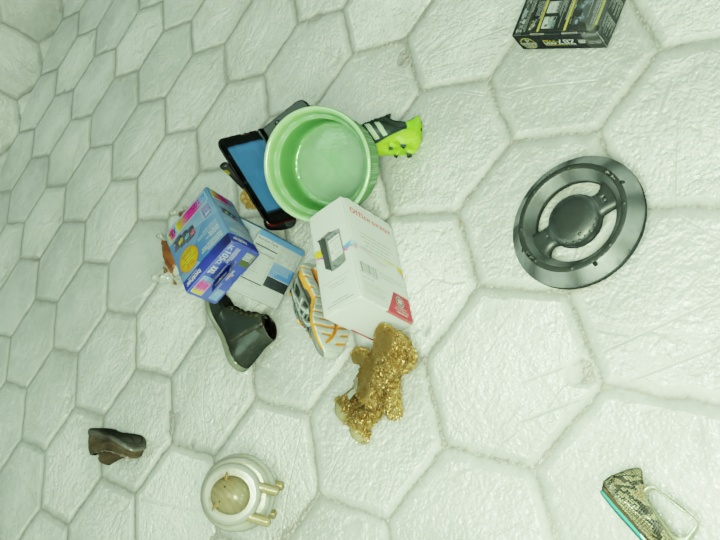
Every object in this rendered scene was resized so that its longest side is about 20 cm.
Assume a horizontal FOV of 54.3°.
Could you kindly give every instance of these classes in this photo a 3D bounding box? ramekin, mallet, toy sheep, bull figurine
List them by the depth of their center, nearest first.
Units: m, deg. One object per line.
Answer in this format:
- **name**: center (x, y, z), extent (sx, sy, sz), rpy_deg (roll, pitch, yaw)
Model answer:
- **toy sheep**: center (-0.200, 0.372, 1.178), extent (0.137, 0.200, 0.139), rpy_deg (1, 74, -2)
- **ramekin**: center (-0.062, -0.188, 1.253), extent (0.199, 0.098, 0.201), rpy_deg (3, 99, 18)
- **mallet**: center (-0.199, -0.145, 1.386), extent (0.066, 0.200, 0.041), rpy_deg (2, 58, 31)
- **bull figurine**: center (-0.424, -0.062, 1.637), extent (0.200, 0.065, 0.121), rpy_deg (-51, 54, 9)

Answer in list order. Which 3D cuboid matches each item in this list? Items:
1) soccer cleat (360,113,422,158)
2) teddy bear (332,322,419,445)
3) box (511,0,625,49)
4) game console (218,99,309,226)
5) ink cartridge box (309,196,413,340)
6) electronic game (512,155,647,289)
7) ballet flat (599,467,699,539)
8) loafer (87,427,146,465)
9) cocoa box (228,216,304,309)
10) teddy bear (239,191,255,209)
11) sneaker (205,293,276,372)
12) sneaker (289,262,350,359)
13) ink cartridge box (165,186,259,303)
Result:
- **soccer cleat**: center (0.023, -0.251, 1.314), extent (0.199, 0.068, 0.081), rpy_deg (4, 63, 25)
- **teddy bear**: center (0.026, 0.183, 1.133), extent (0.145, 0.067, 0.201), rpy_deg (21, 92, 54)
- **box**: center (0.352, -0.459, 1.135), extent (0.161, 0.049, 0.201), rpy_deg (16, 82, 46)
- **game console**: center (-0.139, -0.210, 1.345), extent (0.172, 0.119, 0.201), rpy_deg (-34, 83, 15)
- **ink cartridge box**: center (0.000, 0.000, 1.172), extent (0.085, 0.147, 0.201), rpy_deg (-31, 52, 27)
- **electronic game**: center (0.307, -0.069, 1.001), extent (0.199, 0.042, 0.201), rpy_deg (-20, 59, 37)
- **ballet flat**: center (0.348, 0.307, 0.781), extent (0.075, 0.068, 0.200), rpy_deg (-32, 48, 7)
- **loafer**: center (-0.532, 0.390, 1.536), extent (0.199, 0.073, 0.071), rpy_deg (-2, 80, 47)
- **cocoa box**: center (-0.236, -0.032, 1.407), extent (0.200, 0.133, 0.132), rpy_deg (26, 89, 45)
- **teddy bear**: center (-0.191, -0.207, 1.483), extent (0.199, 0.067, 0.146), rpy_deg (-6, 69, 40)
- **sneaker**: center (-0.233, 0.093, 1.400), extent (0.106, 0.075, 0.201), rpy_deg (-40, 58, 15)
- **sneaker**: center (-0.079, 0.081, 1.265), extent (0.077, 0.078, 0.201), rpy_deg (-49, 41, 32)
- **ink cartridge box**: center (-0.272, -0.037, 1.297), extent (0.136, 0.076, 0.200), rpy_deg (-46, 50, 15)
